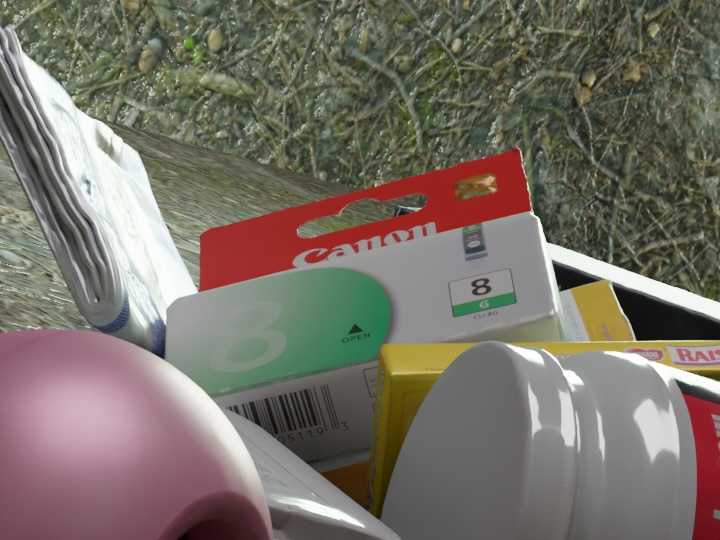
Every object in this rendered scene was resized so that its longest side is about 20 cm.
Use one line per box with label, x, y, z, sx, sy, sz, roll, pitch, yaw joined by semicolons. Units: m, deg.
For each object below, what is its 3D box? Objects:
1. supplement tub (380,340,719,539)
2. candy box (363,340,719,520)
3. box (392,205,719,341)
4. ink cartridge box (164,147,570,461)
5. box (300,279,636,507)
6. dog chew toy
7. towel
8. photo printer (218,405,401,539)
supplement tub;0.119;0.110;0.867;0.199;0.141;0.140;16;6;-19
candy box;0.101;0.075;0.942;0.198;0.103;0.026;-1;30;-9
box;0.097;0.072;1.143;0.199;0.150;0.107;19;6;16
ink cartridge box;0.000;0.000;1.036;0.160;0.050;0.201;-14;34;5
box;0.022;0.065;1.024;0.198;0.042;0.119;-17;20;3
dog chew toy;-0.122;0.067;0.643;0.199;0.126;0.124;13;2;30
towel;-0.105;-0.017;1.059;0.148;0.024;0.200;64;5;20
photo printer;-0.090;0.080;0.848;0.165;0.070;0.200;15;5;-24
